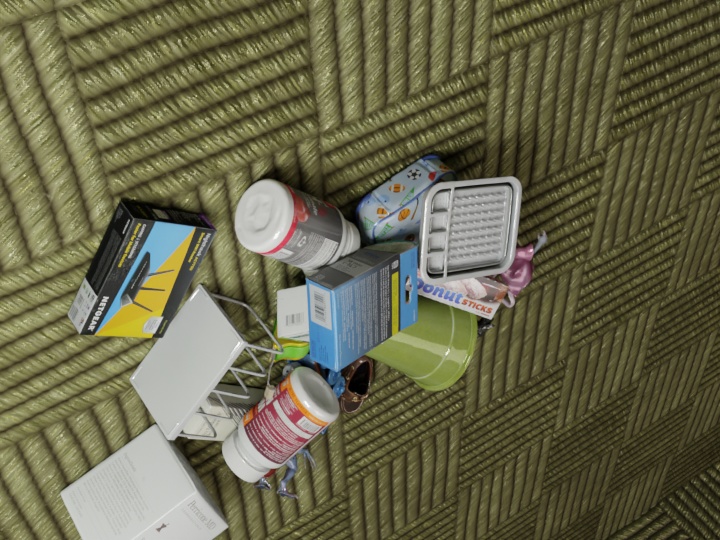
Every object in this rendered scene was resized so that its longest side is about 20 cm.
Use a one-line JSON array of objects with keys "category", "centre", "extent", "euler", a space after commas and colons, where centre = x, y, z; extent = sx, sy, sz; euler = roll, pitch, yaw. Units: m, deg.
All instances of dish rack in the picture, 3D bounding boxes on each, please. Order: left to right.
[{"category": "dish rack", "centre": [0.175, -0.072, 1.616], "extent": [0.198, 0.043, 0.174], "euler": [-8, 111, -29]}]

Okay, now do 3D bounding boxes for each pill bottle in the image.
[{"category": "pill bottle", "centre": [-0.138, 0.264, 1.648], "extent": [0.200, 0.110, 0.109], "euler": [-42, 145, 18]}, {"category": "pill bottle", "centre": [-0.090, -0.062, 1.496], "extent": [0.199, 0.111, 0.111], "euler": [20, 112, -51]}]

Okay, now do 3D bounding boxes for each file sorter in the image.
[{"category": "file sorter", "centre": [-0.241, 0.154, 1.549], "extent": [0.201, 0.139, 0.124], "euler": [-51, 145, 11]}]

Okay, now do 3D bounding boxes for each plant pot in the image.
[{"category": "plant pot", "centre": [0.080, 0.107, 1.780], "extent": [0.189, 0.201, 0.201], "euler": [16, 115, -37]}]

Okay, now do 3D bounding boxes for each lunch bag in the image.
[{"category": "lunch bag", "centre": [0.080, -0.092, 1.658], "extent": [0.199, 0.076, 0.161], "euler": [-34, 145, -13]}]

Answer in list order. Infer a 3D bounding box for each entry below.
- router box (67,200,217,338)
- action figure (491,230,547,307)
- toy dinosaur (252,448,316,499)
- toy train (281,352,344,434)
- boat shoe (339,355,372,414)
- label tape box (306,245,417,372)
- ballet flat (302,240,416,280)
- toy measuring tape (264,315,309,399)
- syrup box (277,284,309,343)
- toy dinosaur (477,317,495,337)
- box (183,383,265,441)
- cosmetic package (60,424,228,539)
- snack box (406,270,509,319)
[{"category": "router box", "centre": [-0.314, 0.003, 1.399], "extent": [0.148, 0.051, 0.201], "euler": [6, 122, -48]}, {"category": "action figure", "centre": [0.263, -0.039, 1.826], "extent": [0.150, 0.133, 0.200], "euler": [-55, 156, -1]}, {"category": "toy dinosaur", "centre": [-0.128, 0.331, 1.821], "extent": [0.201, 0.104, 0.183], "euler": [93, 12, -64]}, {"category": "toy train", "centre": [-0.089, 0.204, 1.757], "extent": [0.115, 0.086, 0.201], "euler": [-60, 153, -29]}, {"category": "boat shoe", "centre": [-0.013, 0.218, 1.881], "extent": [0.070, 0.070, 0.201], "euler": [-26, 141, -23]}, {"category": "label tape box", "centre": [0.005, 0.049, 1.537], "extent": [0.199, 0.063, 0.146], "euler": [-28, 127, -41]}, {"category": "ballet flat", "centre": [0.000, 0.000, 1.604], "extent": [0.197, 0.072, 0.072], "euler": [-8, 143, 11]}, {"category": "toy measuring tape", "centre": [-0.116, 0.139, 1.614], "extent": [0.073, 0.201, 0.074], "euler": [1, 129, 2]}, {"category": "syrup box", "centre": [-0.047, 0.080, 1.621], "extent": [0.078, 0.083, 0.199], "euler": [-11, 163, 34]}, {"category": "toy dinosaur", "centre": [0.184, 0.072, 1.909], "extent": [0.199, 0.102, 0.136], "euler": [-39, 134, 3]}, {"category": "box", "centre": [-0.226, 0.253, 1.716], "extent": [0.199, 0.068, 0.083], "euler": [14, 118, -49]}, {"category": "cosmetic package", "centre": [-0.366, 0.409, 1.659], "extent": [0.199, 0.165, 0.165], "euler": [-35, 144, -10]}, {"category": "snack box", "centre": [0.169, 0.026, 1.725], "extent": [0.198, 0.024, 0.072], "euler": [19, 110, -27]}]
